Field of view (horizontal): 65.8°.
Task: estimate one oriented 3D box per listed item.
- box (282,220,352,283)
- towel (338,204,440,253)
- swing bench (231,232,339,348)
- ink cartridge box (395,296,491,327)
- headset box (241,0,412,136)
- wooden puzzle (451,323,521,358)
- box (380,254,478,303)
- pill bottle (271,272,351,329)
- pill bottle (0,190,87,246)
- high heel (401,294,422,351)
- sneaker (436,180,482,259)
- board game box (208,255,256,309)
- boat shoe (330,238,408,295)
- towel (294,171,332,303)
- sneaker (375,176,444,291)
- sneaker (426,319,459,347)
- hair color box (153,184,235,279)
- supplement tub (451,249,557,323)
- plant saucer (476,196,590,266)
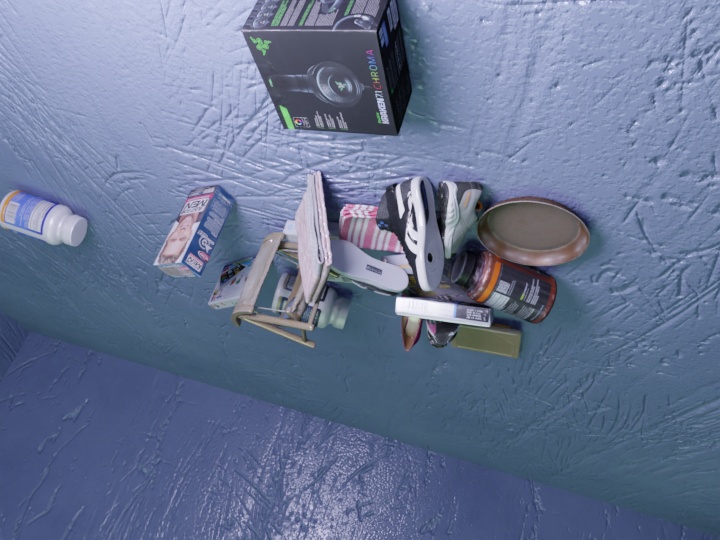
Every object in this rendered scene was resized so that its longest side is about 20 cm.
[{"bbox_3d":[-0.073,-0.040,1.295,0.154,0.042,0.201,5,151,24],"label":"box"},{"bbox_3d":[0.054,-0.075,1.121,0.196,0.030,0.147,5,154,-3],"label":"towel"},{"bbox_3d":[-0.165,0.037,1.230,0.197,0.201,0.130,15,153,5],"label":"swing bench"},{"bbox_3d":[0.190,0.086,1.213,0.195,0.044,0.200,6,179,15],"label":"ink cartridge box"},{"bbox_3d":[-0.044,-0.284,0.760,0.197,0.094,0.175,9,152,18],"label":"headset box"},{"bbox_3d":[0.327,0.174,1.464,0.182,0.038,0.201,9,156,17],"label":"wooden puzzle"},{"bbox_3d":[0.157,0.024,1.234,0.157,0.049,0.199,-3,156,37],"label":"box"},{"bbox_3d":[-0.129,0.088,1.490,0.197,0.112,0.111,18,154,-1],"label":"pill bottle"},{"bbox_3d":[-0.860,-0.136,1.518,0.197,0.113,0.112,18,154,-2],"label":"pill bottle"},{"bbox_3d":[0.127,0.130,1.428,0.066,0.097,0.201,13,153,9],"label":"high heel"},{"bbox_3d":[0.179,-0.087,1.010,0.078,0.075,0.201,-9,149,-3],"label":"sneaker"},{"bbox_3d":[-0.323,0.031,1.486,0.198,0.128,0.034,-12,141,45],"label":"board game box"},{"bbox_3d":[0.000,0.000,1.150,0.197,0.073,0.068,20,151,-11],"label":"boat shoe"},{"bbox_3d":[-0.097,-0.062,1.100,0.032,0.203,0.191,-2,157,-16],"label":"towel"},{"bbox_3d":[0.084,-0.059,1.008,0.111,0.204,0.072,-9,172,41],"label":"sneaker"},{"bbox_3d":[0.195,0.148,1.328,0.079,0.088,0.200,2,-169,8],"label":"sneaker"},{"bbox_3d":[-0.357,-0.084,1.206,0.099,0.203,0.061,-5,146,36],"label":"hair color box"},{"bbox_3d":[0.286,0.026,1.125,0.197,0.108,0.107,22,153,-7],"label":"supplement tub"},{"bbox_3d":[0.310,-0.074,1.006,0.197,0.033,0.201,14,153,7],"label":"plant saucer"}]
